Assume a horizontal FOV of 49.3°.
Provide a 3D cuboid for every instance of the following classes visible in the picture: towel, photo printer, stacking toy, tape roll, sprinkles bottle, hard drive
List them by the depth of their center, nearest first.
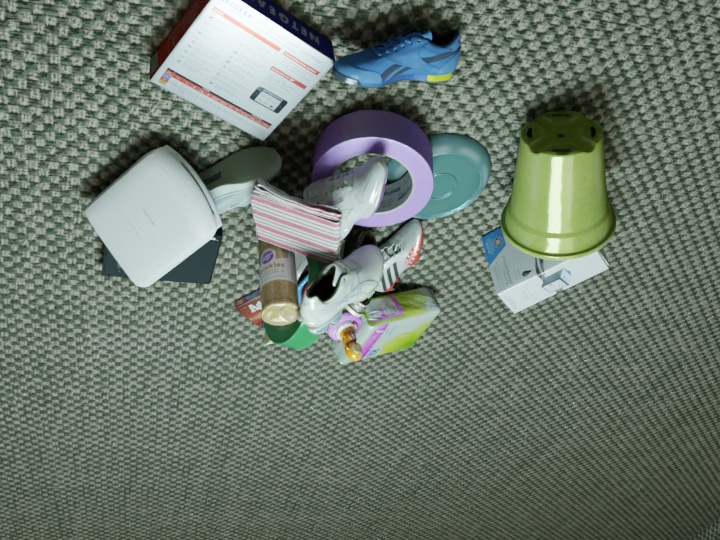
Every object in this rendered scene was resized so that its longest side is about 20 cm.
[{"bbox_3d":[-0.098,-0.072,1.242,0.144,0.030,0.200,20,161,3],"label":"towel"},{"bbox_3d":[-0.325,-0.089,1.252,0.199,0.069,0.168,-31,96,26],"label":"photo printer"},{"bbox_3d":[0.020,-0.162,1.278,0.196,0.066,0.202,2,142,2],"label":"tape roll"},{"bbox_3d":[-0.143,-0.006,1.351,0.067,0.202,0.069,-6,144,-4],"label":"sprinkles bottle"},{"bbox_3d":[-0.356,-0.034,1.405,0.197,0.033,0.140,6,139,-20],"label":"hard drive"},{"bbox_3d":[-0.110,0.039,1.417,0.048,0.203,0.201,16,136,-30],"label":"tape roll"},{"bbox_3d":[-0.039,0.090,1.470,0.110,0.201,0.116,-42,136,16],"label":"stacking toy"}]

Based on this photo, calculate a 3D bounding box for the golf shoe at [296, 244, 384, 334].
[{"bbox_3d":[-0.025,0.014,1.287,0.078,0.200,0.098,30,148,20],"label":"golf shoe"}]

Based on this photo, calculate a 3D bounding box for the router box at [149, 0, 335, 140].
[{"bbox_3d":[-0.165,-0.295,1.105,0.198,0.049,0.179,24,130,-37],"label":"router box"}]

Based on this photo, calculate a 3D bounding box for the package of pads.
[{"bbox_3d":[0.054,0.111,1.617,0.198,0.069,0.155,-11,149,-36],"label":"package of pads"}]

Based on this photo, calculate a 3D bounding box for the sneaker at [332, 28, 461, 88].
[{"bbox_3d":[0.053,-0.309,1.112,0.197,0.066,0.079,-10,137,-22],"label":"sneaker"}]

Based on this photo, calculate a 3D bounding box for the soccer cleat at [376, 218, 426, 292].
[{"bbox_3d":[0.057,-0.025,1.488,0.084,0.069,0.201,4,145,-24],"label":"soccer cleat"}]

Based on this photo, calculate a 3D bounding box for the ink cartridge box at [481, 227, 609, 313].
[{"bbox_3d":[0.344,-0.035,1.476,0.198,0.148,0.086,-29,137,23],"label":"ink cartridge box"}]

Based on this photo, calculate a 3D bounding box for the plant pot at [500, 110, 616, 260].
[{"bbox_3d":[0.332,-0.154,1.307,0.197,0.202,0.186,-10,132,0],"label":"plant pot"}]

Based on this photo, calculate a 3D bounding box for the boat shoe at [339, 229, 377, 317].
[{"bbox_3d":[0.000,0.000,1.401,0.059,0.201,0.072,-37,117,25],"label":"boat shoe"}]

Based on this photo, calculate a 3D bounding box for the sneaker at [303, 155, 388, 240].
[{"bbox_3d":[-0.031,-0.114,1.227,0.099,0.076,0.200,23,138,-23],"label":"sneaker"}]

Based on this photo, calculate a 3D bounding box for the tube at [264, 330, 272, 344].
[{"bbox_3d":[-0.105,0.103,1.605,0.197,0.053,0.058,-20,156,2],"label":"tube"}]

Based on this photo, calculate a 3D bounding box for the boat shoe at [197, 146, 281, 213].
[{"bbox_3d":[-0.205,-0.139,1.285,0.198,0.071,0.071,-20,147,21],"label":"boat shoe"}]

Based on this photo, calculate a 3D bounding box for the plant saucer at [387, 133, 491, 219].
[{"bbox_3d":[0.135,-0.155,1.374,0.197,0.028,0.202,-6,141,-5],"label":"plant saucer"}]

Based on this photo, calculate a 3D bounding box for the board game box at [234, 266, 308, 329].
[{"bbox_3d":[-0.145,0.053,1.578,0.198,0.020,0.103,-26,139,19],"label":"board game box"}]
